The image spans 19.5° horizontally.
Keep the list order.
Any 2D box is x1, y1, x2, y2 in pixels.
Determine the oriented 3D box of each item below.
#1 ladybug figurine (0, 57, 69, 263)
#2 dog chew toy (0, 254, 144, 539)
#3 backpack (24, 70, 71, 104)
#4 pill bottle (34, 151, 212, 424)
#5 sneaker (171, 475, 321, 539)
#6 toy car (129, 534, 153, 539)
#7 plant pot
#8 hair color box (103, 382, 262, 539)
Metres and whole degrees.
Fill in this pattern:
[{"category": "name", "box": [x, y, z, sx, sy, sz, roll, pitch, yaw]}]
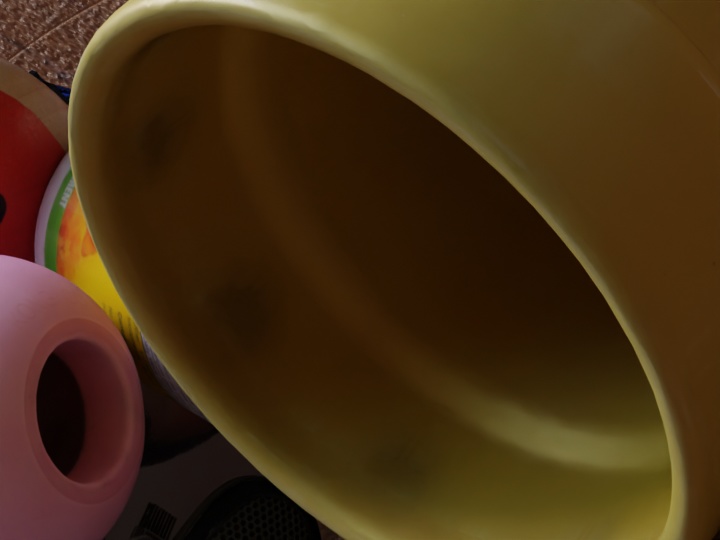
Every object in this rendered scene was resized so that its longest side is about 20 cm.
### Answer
[{"category": "ladybug figurine", "box": [-0.173, -0.021, 0.870, 0.200, 0.135, 0.072, 100, 180, -59]}, {"category": "dog chew toy", "box": [-0.180, 0.062, 0.781, 0.200, 0.125, 0.125, -10, 38, 31]}, {"category": "backpack", "box": [-0.124, 0.007, 1.130, 0.168, 0.200, 0.163, 131, 154, -63]}, {"category": "pill bottle", "box": [-0.026, 0.010, 0.781, 0.200, 0.111, 0.111, 25, 80, 47]}, {"category": "sneaker", "box": [-0.045, 0.156, 0.714, 0.114, 0.076, 0.200, -35, 27, 57]}, {"category": "toy car", "box": [-0.139, 0.183, 0.796, 0.200, 0.158, 0.164, -53, -10, -9]}, {"category": "plant pot", "box": [0.055, -0.040, 0.575, 0.189, 0.201, 0.201, -45, 4, -31]}, {"category": "hair color box", "box": [-0.121, 0.086, 0.920, 0.200, 0.111, 0.064, -35, 24, -26]}]
